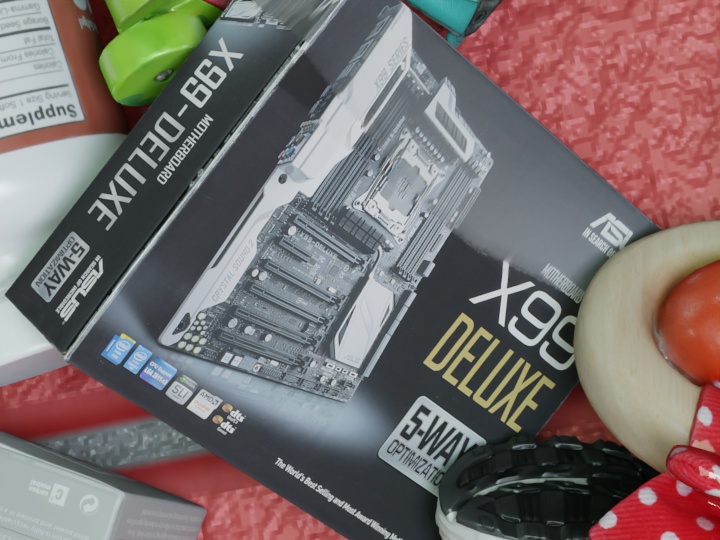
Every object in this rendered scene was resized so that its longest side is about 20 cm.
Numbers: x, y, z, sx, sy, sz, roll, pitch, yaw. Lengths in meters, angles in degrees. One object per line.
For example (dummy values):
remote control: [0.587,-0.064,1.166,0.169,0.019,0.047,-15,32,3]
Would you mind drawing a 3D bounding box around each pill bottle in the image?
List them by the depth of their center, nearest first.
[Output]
pill bottle: [-0.143,-0.062,0.969,0.112,0.112,0.201,-19,86,9]

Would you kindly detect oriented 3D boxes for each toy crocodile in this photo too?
toy crocodile: [-0.057,-0.087,0.963,0.062,0.200,0.068,-25,72,6]

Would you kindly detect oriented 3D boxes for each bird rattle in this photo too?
bird rattle: [0.142,0.047,0.932,0.200,0.113,0.163,-28,50,-26]

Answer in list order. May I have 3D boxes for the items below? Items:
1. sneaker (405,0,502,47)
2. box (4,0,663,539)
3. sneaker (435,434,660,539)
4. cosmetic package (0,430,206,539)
sneaker: [0.067,-0.137,1.007,0.199,0.084,0.121,10,128,-17]
box: [0.000,0.000,0.947,0.158,0.200,0.050,-51,43,1]
sneaker: [0.125,0.111,0.974,0.199,0.074,0.080,7,123,4]
cosmetic package: [-0.134,0.164,0.996,0.090,0.107,0.201,20,85,15]
